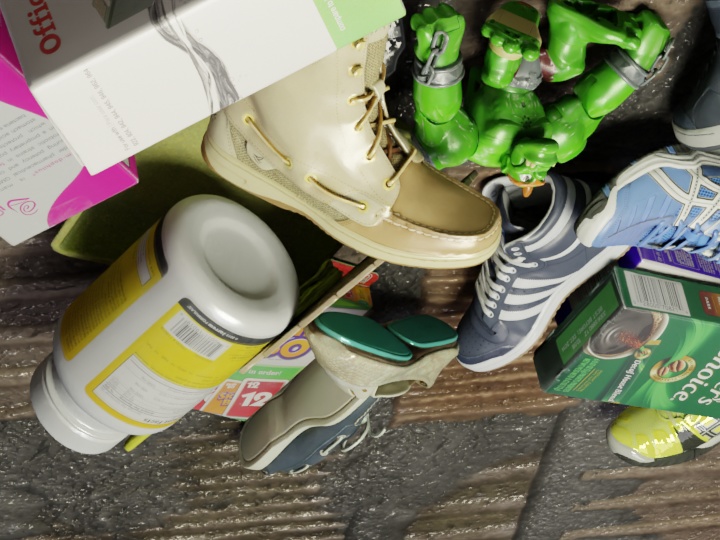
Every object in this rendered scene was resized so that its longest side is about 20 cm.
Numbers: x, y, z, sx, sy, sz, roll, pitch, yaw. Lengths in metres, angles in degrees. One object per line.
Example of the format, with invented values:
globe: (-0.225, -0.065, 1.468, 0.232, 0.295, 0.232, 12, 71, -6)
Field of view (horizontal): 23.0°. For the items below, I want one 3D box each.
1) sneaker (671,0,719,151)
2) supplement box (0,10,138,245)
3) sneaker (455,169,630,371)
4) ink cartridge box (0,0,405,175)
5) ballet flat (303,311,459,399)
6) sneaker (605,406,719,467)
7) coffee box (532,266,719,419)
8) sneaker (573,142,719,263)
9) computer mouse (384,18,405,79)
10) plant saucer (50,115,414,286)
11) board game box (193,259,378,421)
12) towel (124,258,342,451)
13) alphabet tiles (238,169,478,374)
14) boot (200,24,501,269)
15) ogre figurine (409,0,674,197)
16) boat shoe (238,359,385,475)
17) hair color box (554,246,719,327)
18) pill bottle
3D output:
sneaker: (0.254, -0.158, 1.184, 0.077, 0.147, 0.202, -24, -172, -16)
supplement box: (-0.233, -0.117, 1.071, 0.101, 0.104, 0.200, -25, 141, 16)
sneaker: (0.113, -0.003, 1.350, 0.108, 0.070, 0.200, 16, 129, -40)
ink cartridge box: (-0.097, -0.166, 0.976, 0.200, 0.146, 0.084, -27, 144, 1)
ballet flat: (0.014, 0.070, 1.325, 0.200, 0.067, 0.062, 4, 118, -58)
sneaker: (0.311, 0.112, 1.575, 0.199, 0.075, 0.077, -19, 138, -7)
coffee box: (0.252, 0.061, 1.394, 0.199, 0.044, 0.123, 11, 139, -28)
sneaker: (0.245, -0.045, 1.283, 0.200, 0.077, 0.076, -14, 154, -28)
computer mouse: (0.000, -0.111, 1.150, 0.058, 0.034, 0.201, -13, 118, -13)
plant saucer: (-0.088, -0.069, 1.224, 0.200, 0.048, 0.200, 13, 138, -31)
board game box: (-0.077, 0.053, 1.414, 0.095, 0.030, 0.200, 17, 133, -35)
towel: (-0.097, 0.063, 1.304, 0.200, 0.018, 0.086, -39, -179, 33)
alphabet tiles: (0.000, 0.000, 1.237, 0.200, 0.006, 0.166, -39, -178, 16)
boot: (0.008, -0.095, 1.073, 0.200, 0.073, 0.156, 25, 133, 7)
ogre figurine: (0.109, -0.121, 1.175, 0.200, 0.098, 0.120, -24, 146, -45)
boat shoe: (-0.026, 0.118, 1.473, 0.062, 0.075, 0.200, 17, 137, -32)
hair color box: (0.264, 0.020, 1.432, 0.200, 0.065, 0.109, 15, 136, -29)
pill bottle: (-0.142, 0.044, 1.225, 0.112, 0.112, 0.200, 21, 134, -37)
